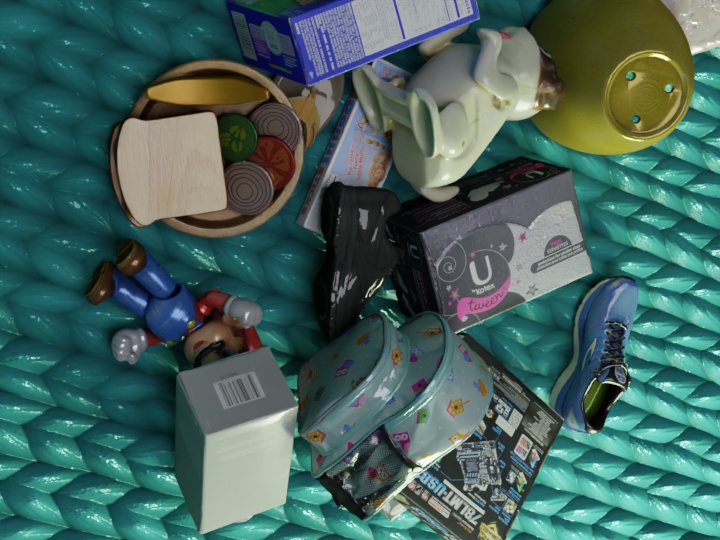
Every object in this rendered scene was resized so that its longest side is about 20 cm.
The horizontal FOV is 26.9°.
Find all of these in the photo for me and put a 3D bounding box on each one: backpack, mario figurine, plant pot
[{"bbox_3d":[0.033,0.133,1.578,0.200,0.176,0.153,-31,113,13],"label":"backpack"},{"bbox_3d":[-0.182,0.059,1.554,0.200,0.123,0.106,37,64,-23],"label":"mario figurine"},{"bbox_3d":[0.290,-0.211,1.672,0.199,0.142,0.201,-4,111,-11],"label":"plant pot"}]

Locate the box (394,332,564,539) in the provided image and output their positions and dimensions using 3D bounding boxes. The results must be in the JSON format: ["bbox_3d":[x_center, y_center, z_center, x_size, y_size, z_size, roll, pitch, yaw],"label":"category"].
[{"bbox_3d":[0.125,0.205,1.738,0.200,0.050,0.199,41,69,-32],"label":"box"}]

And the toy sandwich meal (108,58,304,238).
[{"bbox_3d":[-0.155,-0.119,1.526,0.204,0.070,0.206,-1,105,-5],"label":"toy sandwich meal"}]

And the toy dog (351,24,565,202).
[{"bbox_3d":[0.125,-0.182,1.608,0.200,0.139,0.194,-33,118,-21],"label":"toy dog"}]

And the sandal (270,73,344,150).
[{"bbox_3d":[-0.082,-0.148,1.586,0.080,0.054,0.200,44,82,-27],"label":"sandal"}]

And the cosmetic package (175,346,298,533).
[{"bbox_3d":[-0.132,0.180,1.571,0.106,0.090,0.200,-16,148,-22],"label":"cosmetic package"}]

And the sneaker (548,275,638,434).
[{"bbox_3d":[0.297,0.105,1.805,0.078,0.089,0.201,13,96,-28],"label":"sneaker"}]

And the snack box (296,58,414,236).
[{"bbox_3d":[0.001,-0.129,1.647,0.072,0.024,0.201,22,92,-28],"label":"snack box"}]

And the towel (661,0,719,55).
[{"bbox_3d":[0.400,-0.343,1.720,0.199,0.032,0.192,-14,119,11],"label":"towel"}]

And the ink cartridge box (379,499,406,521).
[{"bbox_3d":[0.022,0.181,1.723,0.099,0.039,0.200,-36,114,-13],"label":"ink cartridge box"}]

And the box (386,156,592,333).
[{"bbox_3d":[0.140,-0.028,1.686,0.199,0.115,0.133,-22,110,-19],"label":"box"}]

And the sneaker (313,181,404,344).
[{"bbox_3d":[0.000,0.000,1.628,0.090,0.076,0.201,-2,121,-18],"label":"sneaker"}]

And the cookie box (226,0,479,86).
[{"bbox_3d":[-0.009,-0.265,1.529,0.199,0.171,0.075,-24,114,-19],"label":"cookie box"}]
